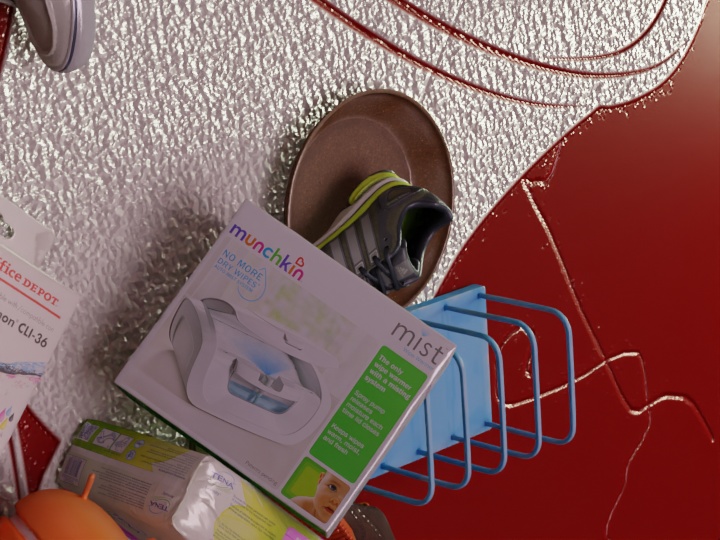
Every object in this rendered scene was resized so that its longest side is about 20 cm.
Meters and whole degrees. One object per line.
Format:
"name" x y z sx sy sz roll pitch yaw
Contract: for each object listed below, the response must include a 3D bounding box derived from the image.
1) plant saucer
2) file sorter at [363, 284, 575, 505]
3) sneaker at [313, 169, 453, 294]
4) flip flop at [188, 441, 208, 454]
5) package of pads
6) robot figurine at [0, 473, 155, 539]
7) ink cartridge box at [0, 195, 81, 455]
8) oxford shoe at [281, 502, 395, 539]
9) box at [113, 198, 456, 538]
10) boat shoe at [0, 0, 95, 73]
"plant saucer" 0.001 -0.056 1.768 0.200 0.037 0.201 -11 106 -43
"file sorter" 0.080 0.109 1.820 0.200 0.123 0.139 -17 110 -41
"sneaker" 0.000 0.000 1.695 0.200 0.081 0.074 -56 131 -22
"flip flop" -0.095 0.083 1.681 0.081 0.058 0.200 7 90 -46
"package of pads" -0.119 0.198 1.613 0.200 0.154 0.068 42 68 -41
"robot figurine" -0.243 0.241 1.507 0.200 0.144 0.117 -44 167 -8
"ink cartridge box" -0.281 0.040 1.481 0.116 0.067 0.200 37 72 -43
"oxford shoe" -0.020 0.224 1.795 0.200 0.071 0.073 55 34 -35
"box" -0.056 0.077 1.601 0.177 0.200 0.097 -54 176 -8
"boat shoe" -0.247 -0.231 1.457 0.086 0.075 0.202 -24 112 -40
